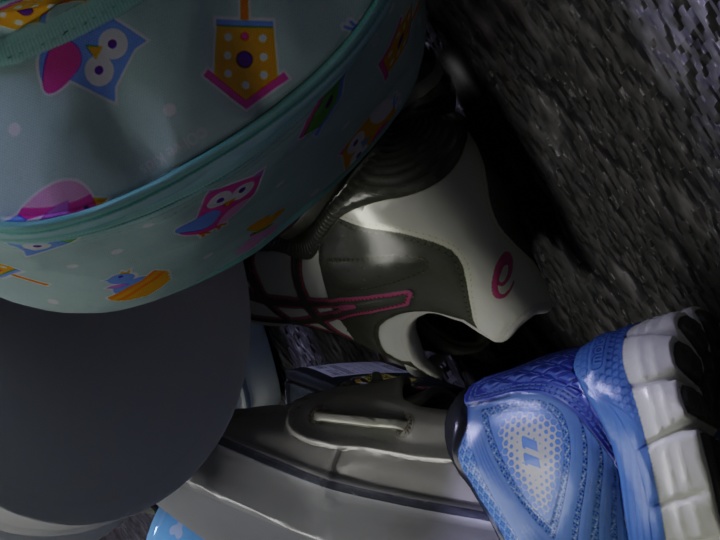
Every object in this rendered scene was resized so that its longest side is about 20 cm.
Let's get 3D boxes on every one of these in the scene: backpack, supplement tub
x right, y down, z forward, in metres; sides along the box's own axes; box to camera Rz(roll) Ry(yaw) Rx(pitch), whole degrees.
[{"bbox_3d":[-0.080,-0.096,0.693,0.200,0.175,0.153,54,170,9],"label":"backpack"},{"bbox_3d":[-0.138,0.023,0.839,0.199,0.144,0.145,-11,111,54],"label":"supplement tub"}]

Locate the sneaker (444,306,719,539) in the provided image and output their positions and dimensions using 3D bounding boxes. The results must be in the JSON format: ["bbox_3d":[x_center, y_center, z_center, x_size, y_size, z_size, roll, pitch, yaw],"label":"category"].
[{"bbox_3d":[0.073,0.101,0.711,0.079,0.089,0.201,-62,-41,-55],"label":"sneaker"}]

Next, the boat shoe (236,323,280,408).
[{"bbox_3d":[-0.090,0.008,1.175,0.070,0.071,0.201,46,162,41],"label":"boat shoe"}]

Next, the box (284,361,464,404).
[{"bbox_3d":[0.021,0.140,0.952,0.159,0.046,0.202,-164,70,-71],"label":"box"}]

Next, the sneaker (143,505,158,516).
[{"bbox_3d":[-0.098,0.022,1.104,0.202,0.076,0.147,144,137,-74],"label":"sneaker"}]

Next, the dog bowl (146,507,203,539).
[{"bbox_3d":[0.000,0.151,1.065,0.049,0.112,0.200,6,138,55],"label":"dog bowl"}]

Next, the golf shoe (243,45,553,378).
[{"bbox_3d":[0.000,0.000,0.834,0.088,0.077,0.200,51,167,1],"label":"golf shoe"}]

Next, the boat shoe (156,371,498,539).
[{"bbox_3d":[0.009,0.064,0.831,0.199,0.066,0.072,8,150,45],"label":"boat shoe"}]
